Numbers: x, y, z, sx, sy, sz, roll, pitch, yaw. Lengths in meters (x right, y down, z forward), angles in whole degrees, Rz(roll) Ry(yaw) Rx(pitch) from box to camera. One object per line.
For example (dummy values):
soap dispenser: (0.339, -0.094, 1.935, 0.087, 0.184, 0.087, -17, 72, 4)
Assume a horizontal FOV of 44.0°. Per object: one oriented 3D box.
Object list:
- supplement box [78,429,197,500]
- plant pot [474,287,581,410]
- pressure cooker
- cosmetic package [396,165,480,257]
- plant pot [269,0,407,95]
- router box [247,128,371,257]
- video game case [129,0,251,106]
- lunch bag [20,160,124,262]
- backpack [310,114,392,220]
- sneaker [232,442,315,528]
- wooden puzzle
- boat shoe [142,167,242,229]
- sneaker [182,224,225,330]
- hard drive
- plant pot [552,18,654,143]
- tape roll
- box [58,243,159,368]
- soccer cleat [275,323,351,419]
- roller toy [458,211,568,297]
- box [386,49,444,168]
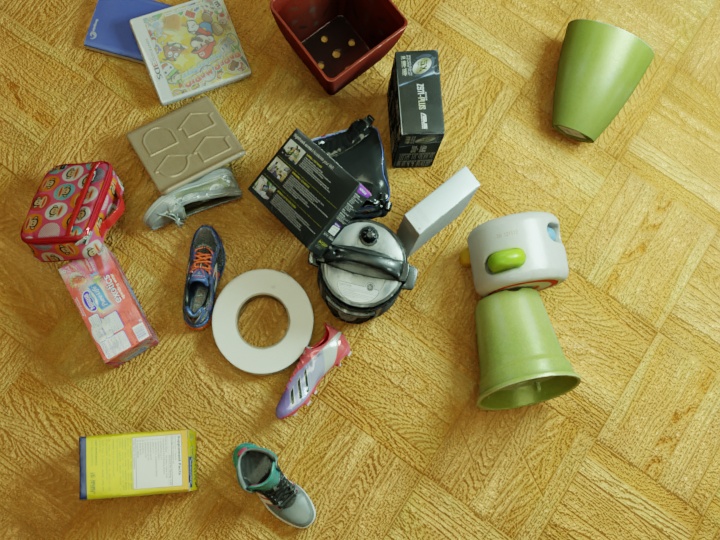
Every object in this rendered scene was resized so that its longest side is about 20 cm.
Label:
supplement box: (-0.400, 0.352, 1.618, 0.195, 0.110, 0.111, -3, 79, -3)
plant pot: (0.294, 0.142, 1.673, 0.196, 0.201, 0.188, -9, 68, -5)
pressure cooker: (0.000, -0.003, 1.667, 0.174, 0.200, 0.181, -29, 82, -9)
cosmetic package: (0.142, -0.107, 1.697, 0.150, 0.200, 0.052, -37, 83, -10)
plant pot: (-0.045, -0.468, 1.773, 0.199, 0.176, 0.201, -37, 82, -10)
router box: (-0.096, -0.144, 1.619, 0.150, 0.051, 0.200, -49, 57, 4)
video game case: (-0.344, -0.451, 1.808, 0.197, 0.023, 0.185, -22, 87, -16)
lunch bag: (-0.530, -0.112, 1.679, 0.172, 0.083, 0.203, -2, 52, 13)
backpack: (-0.043, -0.176, 1.726, 0.186, 0.155, 0.204, -7, 69, -4)
sneaker: (-0.158, 0.390, 1.617, 0.199, 0.121, 0.084, 42, 79, 5)
wooden puzzle: (-0.342, -0.240, 1.749, 0.183, 0.047, 0.201, -28, 56, -15)
boat shoe: (-0.329, -0.131, 1.741, 0.199, 0.075, 0.065, -28, 77, -15)
sneaker: (-0.301, 0.010, 1.709, 0.074, 0.079, 0.205, 3, 78, -3)
hard drive: (-0.453, -0.495, 1.831, 0.196, 0.025, 0.135, 15, 78, 0)
plant pot: (0.466, -0.369, 1.796, 0.184, 0.187, 0.204, 22, 93, 2)
tape roll: (-0.187, 0.099, 1.719, 0.198, 0.037, 0.208, 1, 78, -3)
box: (-0.473, 0.069, 1.679, 0.101, 0.095, 0.202, -29, 81, -9)
soccer cleat: (-0.101, 0.192, 1.685, 0.200, 0.066, 0.077, -47, 105, -16)
roller toy: (0.297, -0.033, 1.701, 0.178, 0.200, 0.143, -5, 77, -17)
box: (0.105, -0.310, 1.736, 0.084, 0.200, 0.168, -3, 78, -4)
